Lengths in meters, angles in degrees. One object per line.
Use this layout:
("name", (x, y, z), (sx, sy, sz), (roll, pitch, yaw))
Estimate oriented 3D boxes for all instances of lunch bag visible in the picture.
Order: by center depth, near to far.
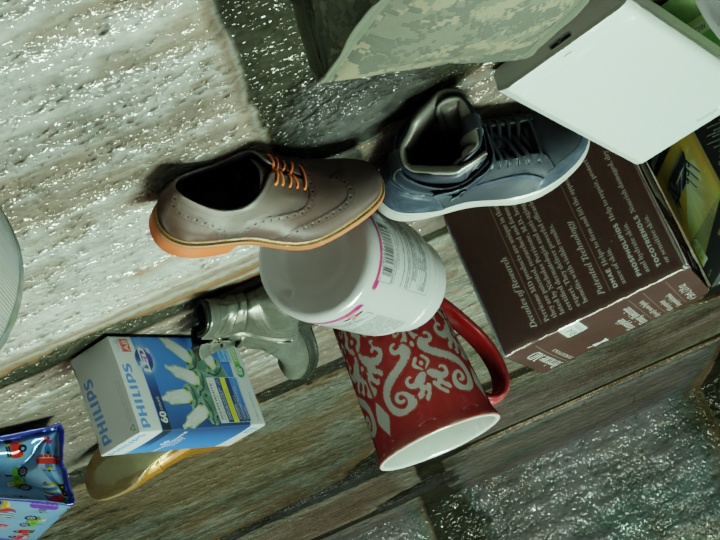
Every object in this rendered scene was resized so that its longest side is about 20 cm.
("lunch bag", (0.063, -0.201, 0.797), (0.163, 0.118, 0.200), (-12, 164, -31))
("lunch bag", (-0.424, 0.236, 1.531), (0.199, 0.095, 0.151), (-2, 156, -30))

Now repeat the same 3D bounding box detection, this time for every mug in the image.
("mug", (0.051, 0.088, 1.497), (0.133, 0.201, 0.177), (-31, 162, 21))

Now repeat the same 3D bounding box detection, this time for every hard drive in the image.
("hard drive", (0.222, -0.157, 1.194), (0.132, 0.026, 0.200), (-34, 144, 33))

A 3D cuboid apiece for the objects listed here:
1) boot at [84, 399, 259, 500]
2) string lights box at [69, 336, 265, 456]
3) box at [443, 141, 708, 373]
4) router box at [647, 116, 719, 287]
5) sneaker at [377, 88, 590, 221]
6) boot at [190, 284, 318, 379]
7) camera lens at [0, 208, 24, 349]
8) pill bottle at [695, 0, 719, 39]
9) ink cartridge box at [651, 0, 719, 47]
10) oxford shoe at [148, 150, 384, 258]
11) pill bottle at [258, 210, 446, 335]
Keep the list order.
("boot", (-0.220, 0.212, 1.725), (0.201, 0.071, 0.144), (-39, 155, 27))
("string lights box", (-0.190, 0.124, 1.451), (0.059, 0.103, 0.200), (-30, 162, 27))
("box", (0.220, -0.017, 1.462), (0.199, 0.165, 0.166), (-28, 162, 15))
("router box", (0.352, -0.087, 1.440), (0.052, 0.158, 0.200), (-23, 162, -2))
("sneaker", (0.114, -0.106, 1.209), (0.201, 0.077, 0.146), (-19, 165, -12))
("boot", (-0.111, 0.063, 1.463), (0.130, 0.068, 0.200), (-15, 154, -12))
("camera lens", (-0.287, -0.013, 0.818), (0.159, 0.161, 0.200), (-22, 163, -6))
("pill bottle", (0.342, -0.244, 1.037), (0.199, 0.113, 0.112), (-23, 163, -1))
("ink cartridge box", (0.307, -0.210, 1.206), (0.145, 0.048, 0.200), (-34, 162, 33))
("oxford shoe", (-0.064, -0.059, 1.134), (0.199, 0.071, 0.073), (-15, 156, -26))
("pill bottle", (0.000, 0.000, 1.313), (0.113, 0.114, 0.200), (-29, 162, 18))
